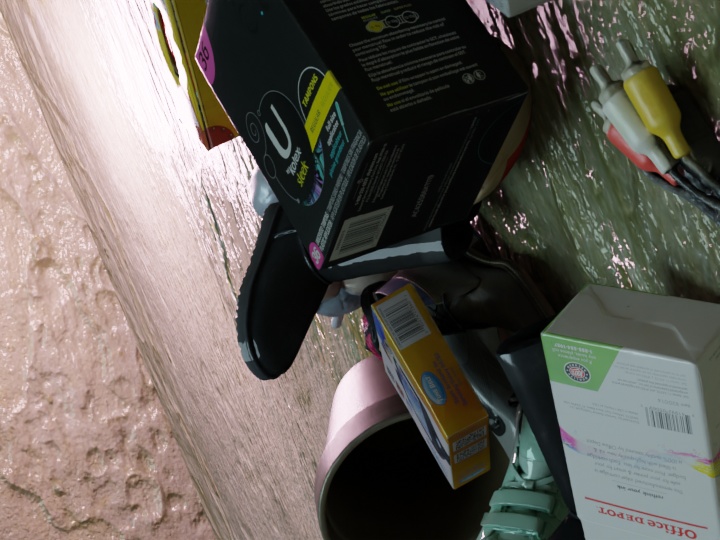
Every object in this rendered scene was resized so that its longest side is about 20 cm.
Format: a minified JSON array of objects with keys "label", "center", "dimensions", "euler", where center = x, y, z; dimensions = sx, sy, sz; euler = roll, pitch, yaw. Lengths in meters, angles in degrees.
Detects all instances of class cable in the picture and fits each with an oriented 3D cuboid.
[{"label":"cable","center":[0.201,-0.043,1.061],"dimensions":[0.201,0.050,0.097],"euler":[60,164,21]}]

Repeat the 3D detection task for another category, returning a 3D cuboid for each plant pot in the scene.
[{"label":"plant pot","center":[0.046,0.169,1.662],"dimensions":[0.174,0.199,0.201],"euler":[-109,3,-60]}]

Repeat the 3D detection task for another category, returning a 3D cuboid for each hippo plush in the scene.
[{"label":"hippo plush","center":[-0.023,-0.044,1.680],"dimensions":[0.200,0.159,0.162],"euler":[9,-111,-59]}]

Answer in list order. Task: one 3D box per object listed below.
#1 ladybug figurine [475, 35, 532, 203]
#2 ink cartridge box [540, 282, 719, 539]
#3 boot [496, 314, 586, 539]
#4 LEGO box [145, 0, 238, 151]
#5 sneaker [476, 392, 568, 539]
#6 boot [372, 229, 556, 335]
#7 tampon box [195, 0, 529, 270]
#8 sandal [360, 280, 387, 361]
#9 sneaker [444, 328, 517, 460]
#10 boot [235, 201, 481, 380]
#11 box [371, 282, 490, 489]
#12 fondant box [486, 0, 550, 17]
[{"label":"ladybug figurine","center":[0.073,-0.119,1.316],"dimensions":[0.136,0.072,0.200],"euler":[65,163,2]},{"label":"ink cartridge box","center":[0.200,0.115,1.187],"dimensions":[0.117,0.067,0.201],"euler":[11,128,35]},{"label":"boot","center":[0.144,0.142,1.285],"dimensions":[0.066,0.164,0.201],"euler":[17,130,58]},{"label":"LEGO box","center":[-0.107,-0.231,1.587],"dimensions":[0.077,0.148,0.201],"euler":[45,154,49]},{"label":"sneaker","center":[0.126,0.170,1.394],"dimensions":[0.073,0.200,0.119],"euler":[4,120,26]},{"label":"boot","center":[0.089,0.035,1.425],"dimensions":[0.075,0.097,0.200],"euler":[58,171,-33]},{"label":"tampon box","center":[-0.007,-0.134,1.207],"dimensions":[0.200,0.126,0.150],"euler":[58,150,24]},{"label":"sandal","center":[0.031,0.056,1.594],"dimensions":[0.200,0.045,0.075],"euler":[23,-133,-73]},{"label":"sneaker","center":[0.098,0.093,1.533],"dimensions":[0.201,0.079,0.074],"euler":[62,162,7]},{"label":"boot","center":[0.000,-0.001,1.438],"dimensions":[0.066,0.199,0.166],"euler":[36,-127,-47]},{"label":"box","center":[0.057,0.098,1.389],"dimensions":[0.119,0.041,0.200],"euler":[60,172,19]},{"label":"fondant box","center":[0.061,-0.273,1.162],"dimensions":[0.200,0.058,0.145],"euler":[48,157,48]}]
